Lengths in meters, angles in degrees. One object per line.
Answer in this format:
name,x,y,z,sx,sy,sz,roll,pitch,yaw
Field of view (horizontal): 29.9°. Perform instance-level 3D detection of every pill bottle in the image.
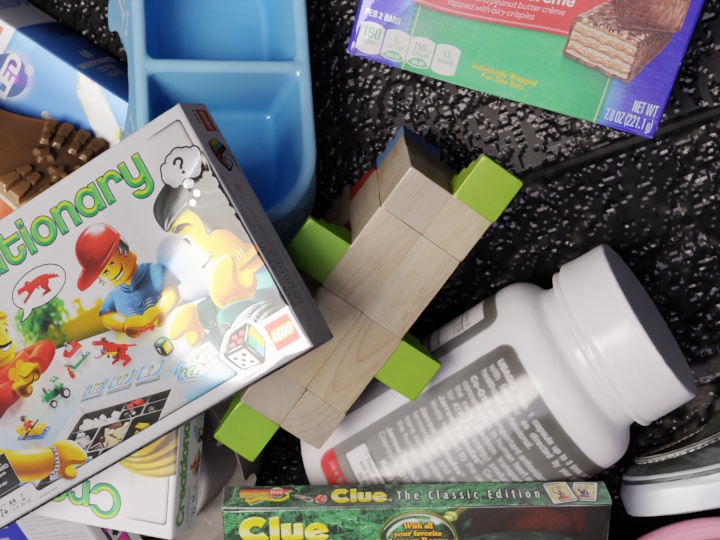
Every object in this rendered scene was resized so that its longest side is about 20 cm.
pill bottle,0.076,0.079,0.748,0.200,0.114,0.114,-33,95,17

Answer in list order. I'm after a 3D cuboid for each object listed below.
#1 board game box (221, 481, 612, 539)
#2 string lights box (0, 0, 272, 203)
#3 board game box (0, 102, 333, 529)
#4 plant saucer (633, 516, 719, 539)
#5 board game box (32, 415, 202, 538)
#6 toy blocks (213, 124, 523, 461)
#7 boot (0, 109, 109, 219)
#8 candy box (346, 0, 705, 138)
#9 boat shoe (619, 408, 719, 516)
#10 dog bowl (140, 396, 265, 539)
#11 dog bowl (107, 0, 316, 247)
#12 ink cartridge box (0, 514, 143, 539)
board game box,0.028,0.159,0.715,0.200,0.023,0.105,0,121,-2
string lights box,-0.154,-0.065,0.789,0.200,0.059,0.103,33,110,2
board game box,-0.128,0.026,0.638,0.200,0.035,0.126,-31,86,16
plant saucer,0.206,0.241,0.765,0.200,0.051,0.201,0,80,3
board game box,-0.179,0.058,0.700,0.200,0.035,0.126,7,98,15
toy blocks,0.000,0.000,0.738,0.100,0.137,0.200,34,105,-11
boot,-0.201,-0.033,0.749,0.200,0.075,0.107,27,129,-1
candy box,0.101,-0.188,0.681,0.169,0.077,0.200,15,111,-1
boat shoe,0.234,0.078,0.748,0.200,0.072,0.071,-21,89,5
dog bowl,-0.146,0.089,0.793,0.200,0.059,0.200,12,126,16
dog bowl,-0.076,-0.102,0.723,0.111,0.050,0.200,-1,77,-14
ink cartridge box,-0.172,0.174,0.803,0.095,0.037,0.200,-12,119,32
